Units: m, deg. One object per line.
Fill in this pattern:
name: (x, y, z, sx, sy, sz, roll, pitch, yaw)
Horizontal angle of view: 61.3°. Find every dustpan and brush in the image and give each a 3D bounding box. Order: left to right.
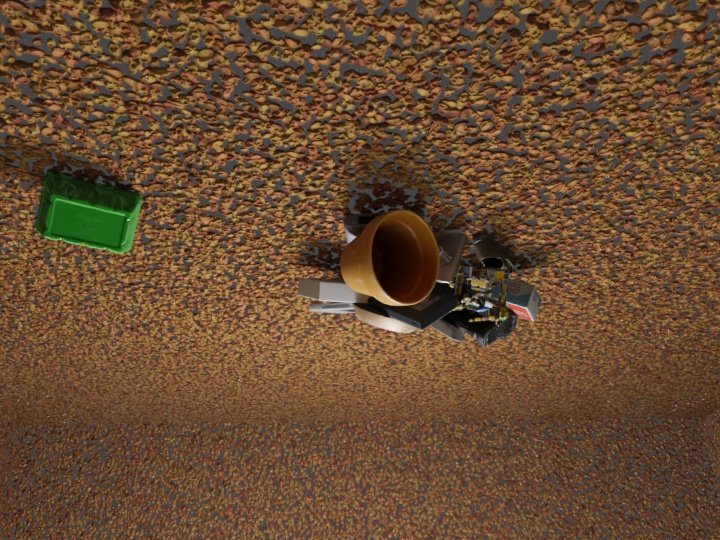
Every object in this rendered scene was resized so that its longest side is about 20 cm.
dustpan and brush: (0.158, -0.040, 1.501, 0.057, 0.143, 0.197, 37, 155, -33)

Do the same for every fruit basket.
fruit basket: (-0.586, -0.117, 1.312, 0.209, 0.160, 0.216, 18, -167, -4)

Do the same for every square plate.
square plate: (0.206, 0.138, 1.729, 0.197, 0.029, 0.197, 32, -177, 23)

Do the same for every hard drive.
hard drive: (0.129, 0.079, 1.529, 0.137, 0.034, 0.197, -28, -150, -31)

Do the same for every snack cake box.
snack cake box: (0.388, 0.064, 1.670, 0.195, 0.069, 0.115, 18, 165, 32)

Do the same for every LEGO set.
LEGO set: (0.273, 0.049, 1.500, 0.197, 0.159, 0.114, 22, -166, 42)

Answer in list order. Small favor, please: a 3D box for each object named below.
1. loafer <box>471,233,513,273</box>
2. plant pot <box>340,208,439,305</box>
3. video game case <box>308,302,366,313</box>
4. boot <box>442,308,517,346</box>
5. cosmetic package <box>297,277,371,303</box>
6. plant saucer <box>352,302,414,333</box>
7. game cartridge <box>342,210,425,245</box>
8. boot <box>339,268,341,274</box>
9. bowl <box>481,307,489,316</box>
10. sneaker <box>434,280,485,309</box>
loafer: (0.344, -0.024, 1.579, 0.074, 0.072, 0.198, -18, 149, 31)
plant pot: (0.050, -0.021, 1.377, 0.195, 0.208, 0.181, 16, 166, -32)
video game case: (-0.032, 0.110, 1.803, 0.176, 0.024, 0.199, -3, 172, 23)
boot: (0.316, 0.121, 1.694, 0.161, 0.198, 0.068, -15, 122, -38)
cosmetic package: (-0.052, 0.055, 1.622, 0.194, 0.054, 0.150, 5, 179, -28)
plant saucer: (0.068, 0.128, 1.606, 0.193, 0.037, 0.200, 15, -176, -1)
game cartridge: (0.059, -0.093, 1.467, 0.192, 0.042, 0.134, -3, 158, 4)
boot: (0.000, -0.001, 1.579, 0.140, 0.073, 0.200, -1, 165, 32)
bowl: (0.406, 0.145, 1.965, 0.193, 0.041, 0.202, -1, 154, -1)
sneaker: (0.235, 0.078, 1.642, 0.195, 0.116, 0.077, 26, 160, 12)
